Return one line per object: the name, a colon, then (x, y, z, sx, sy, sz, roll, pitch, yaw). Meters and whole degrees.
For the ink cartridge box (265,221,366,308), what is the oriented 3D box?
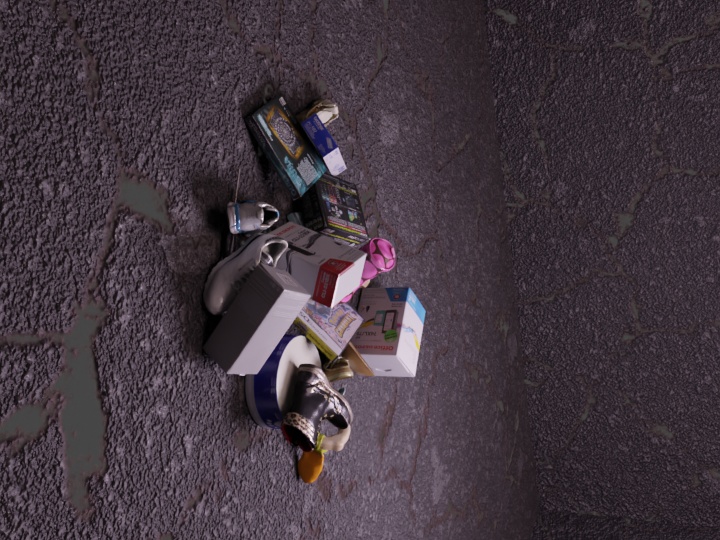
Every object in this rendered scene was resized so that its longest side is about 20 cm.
ink cartridge box: (-0.108, -0.016, 1.580, 0.144, 0.198, 0.085, -38, 146, -59)

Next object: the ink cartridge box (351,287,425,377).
ink cartridge box: (0.075, 0.169, 2.037, 0.146, 0.145, 0.202, 53, 42, -51)

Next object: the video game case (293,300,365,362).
video game case: (-0.087, 0.095, 1.696, 0.181, 0.026, 0.200, 44, 28, -2)

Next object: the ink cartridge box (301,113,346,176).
ink cartridge box: (-0.081, -0.284, 1.724, 0.095, 0.044, 0.200, 57, 1, 6)

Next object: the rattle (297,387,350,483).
rattle: (-0.089, 0.375, 1.772, 0.201, 0.128, 0.144, -100, -175, -59)

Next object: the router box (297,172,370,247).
router box: (-0.066, -0.145, 1.785, 0.199, 0.062, 0.152, 13, 58, -57)

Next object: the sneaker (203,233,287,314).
sneaker: (-0.222, 0.004, 1.443, 0.201, 0.080, 0.077, -54, 128, -24)

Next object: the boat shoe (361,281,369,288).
boat shoe: (-0.045, 0.023, 1.883, 0.199, 0.071, 0.066, 24, 72, -56)

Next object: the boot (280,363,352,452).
boot: (-0.092, 0.311, 1.575, 0.201, 0.072, 0.152, 62, 35, -37)

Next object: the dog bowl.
dog bowl: (-0.161, 0.238, 1.610, 0.200, 0.078, 0.203, -1, 90, -65)

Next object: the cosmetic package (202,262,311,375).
cosmetic package: (-0.196, 0.097, 1.426, 0.201, 0.090, 0.107, -52, 155, 9)

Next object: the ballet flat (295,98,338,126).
ballet flat: (-0.095, -0.368, 1.786, 0.200, 0.075, 0.069, -50, 124, -55)

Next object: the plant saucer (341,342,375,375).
plant saucer: (-0.039, 0.184, 1.812, 0.035, 0.200, 0.201, -39, 140, -3)

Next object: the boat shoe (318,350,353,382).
boat shoe: (-0.067, 0.220, 1.734, 0.201, 0.072, 0.064, 167, -88, -78)

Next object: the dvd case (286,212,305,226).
dvd case: (-0.089, -0.074, 1.783, 0.199, 0.022, 0.147, -14, 77, -63)

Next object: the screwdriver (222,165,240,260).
screwdriver: (-0.257, -0.115, 1.501, 0.028, 0.029, 0.203, 33, 53, -60)

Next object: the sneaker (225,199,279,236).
sneaker: (-0.200, -0.105, 1.501, 0.200, 0.085, 0.076, -49, 134, -80)

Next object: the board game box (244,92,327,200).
board game box: (-0.159, -0.271, 1.631, 0.201, 0.028, 0.135, 59, 38, -17)

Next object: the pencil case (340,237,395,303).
pencil case: (0.000, 0.000, 1.688, 0.093, 0.200, 0.092, 5, 64, -36)
